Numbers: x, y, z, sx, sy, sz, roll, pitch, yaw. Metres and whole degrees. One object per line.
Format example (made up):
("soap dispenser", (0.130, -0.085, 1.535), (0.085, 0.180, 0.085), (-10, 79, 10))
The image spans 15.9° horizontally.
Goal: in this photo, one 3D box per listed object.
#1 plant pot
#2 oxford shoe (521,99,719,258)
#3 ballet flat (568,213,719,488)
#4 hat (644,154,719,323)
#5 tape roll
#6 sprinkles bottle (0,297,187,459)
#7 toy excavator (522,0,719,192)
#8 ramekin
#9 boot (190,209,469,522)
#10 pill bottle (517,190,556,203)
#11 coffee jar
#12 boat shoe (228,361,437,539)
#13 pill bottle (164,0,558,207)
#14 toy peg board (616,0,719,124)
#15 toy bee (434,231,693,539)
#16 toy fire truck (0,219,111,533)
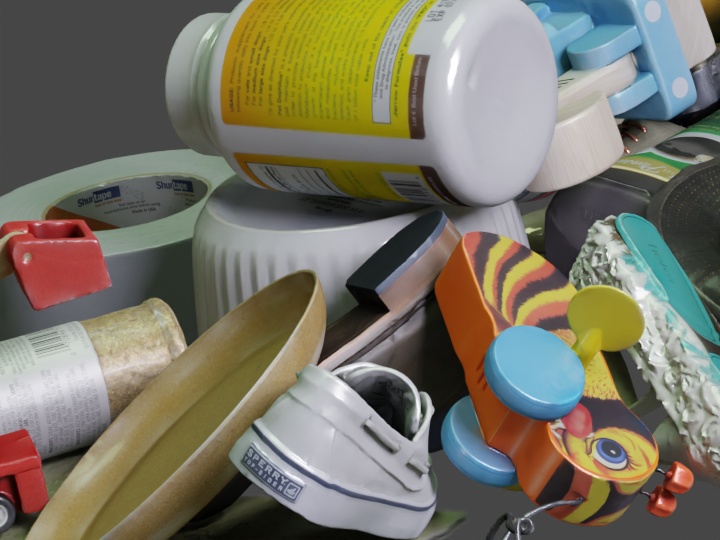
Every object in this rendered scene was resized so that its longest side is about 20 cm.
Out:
("plant pot", (-0.084, 0.080, 1.207), (0.200, 0.027, 0.200), (-43, 12, 11))
("oxford shoe", (0.153, -0.055, 1.534), (0.199, 0.074, 0.071), (-25, 25, -37))
("ballet flat", (0.154, 0.056, 1.218), (0.071, 0.072, 0.200), (-15, 45, -16))
("hat", (0.245, 0.006, 1.313), (0.199, 0.081, 0.201), (-7, 36, 5))
("tape roll", (-0.137, -0.012, 1.565), (0.199, 0.067, 0.200), (-8, 19, 3))
("sprinkles bottle", (-0.188, 0.071, 1.348), (0.199, 0.069, 0.068), (-16, 20, -19))
("toy excavator", (0.125, -0.107, 1.457), (0.199, 0.100, 0.194), (-33, 22, -25))
("ramekin", (0.000, 0.000, 1.406), (0.198, 0.106, 0.200), (-9, 19, 3))
("boot", (-0.002, 0.073, 1.262), (0.200, 0.097, 0.075), (-44, 14, -3))
("pill bottle", (0.040, -0.094, 1.572), (0.199, 0.121, 0.119), (-9, 14, -43))
("coffee jar", (0.198, -0.035, 1.440), (0.199, 0.086, 0.104), (-24, 30, -38))
("boat shoe", (0.005, 0.076, 1.147), (0.073, 0.066, 0.200), (36, 5, 11))
("pill bottle", (-0.004, -0.093, 1.345), (0.199, 0.110, 0.109), (6, 24, 37))
("toy peg board", (0.215, -0.174, 1.810), (0.198, 0.099, 0.199), (-3, 20, 19))
("toy bee", (0.093, 0.077, 1.180), (0.108, 0.202, 0.131), (13, -25, -20))
("toy fire truck", (-0.214, 0.063, 1.265), (0.199, 0.142, 0.049), (-15, 18, -12))
